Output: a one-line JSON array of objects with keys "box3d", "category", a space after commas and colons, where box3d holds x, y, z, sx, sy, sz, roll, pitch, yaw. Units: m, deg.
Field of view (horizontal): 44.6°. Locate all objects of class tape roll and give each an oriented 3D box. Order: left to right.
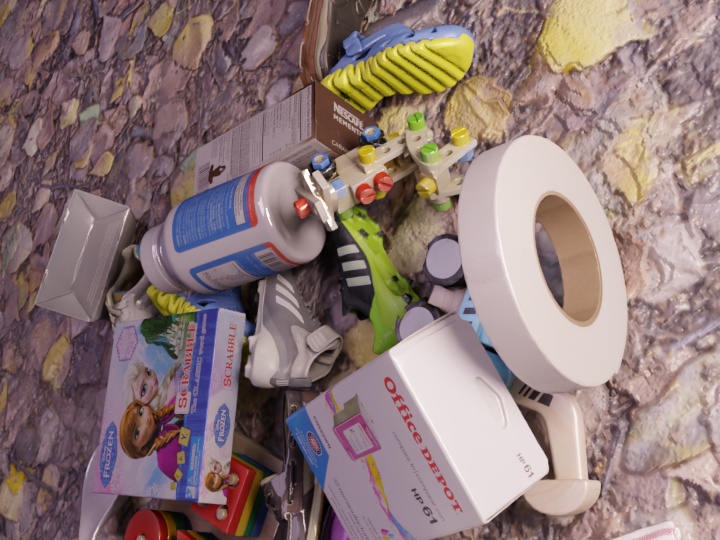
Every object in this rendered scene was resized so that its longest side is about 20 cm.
[{"box3d": [0.147, -0.005, 0.685, 0.037, 0.202, 0.204, -19, 61, 38], "category": "tape roll"}]

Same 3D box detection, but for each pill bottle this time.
[{"box3d": [-0.146, -0.038, 0.966, 0.199, 0.112, 0.113, -16, 63, 31], "category": "pill bottle"}]

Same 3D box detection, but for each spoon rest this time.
[{"box3d": [-0.318, 0.305, 1.099, 0.099, 0.060, 0.201, -27, 57, 33], "category": "spoon rest"}]

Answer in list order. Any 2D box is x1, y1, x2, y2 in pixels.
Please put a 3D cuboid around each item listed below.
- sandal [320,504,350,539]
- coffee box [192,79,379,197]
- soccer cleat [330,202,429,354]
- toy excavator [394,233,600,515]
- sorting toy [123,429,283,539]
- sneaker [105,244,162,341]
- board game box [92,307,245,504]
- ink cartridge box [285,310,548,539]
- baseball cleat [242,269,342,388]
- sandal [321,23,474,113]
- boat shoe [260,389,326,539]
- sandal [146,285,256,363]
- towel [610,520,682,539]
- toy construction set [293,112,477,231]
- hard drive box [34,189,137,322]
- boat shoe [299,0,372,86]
[{"box3d": [0.000, 0.188, 0.852, 0.082, 0.050, 0.204, 0, 73, 43], "category": "sandal"}, {"box3d": [-0.086, -0.122, 1.013, 0.199, 0.114, 0.080, -21, 58, 35], "category": "coffee box"}, {"box3d": [0.000, 0.000, 0.920, 0.081, 0.067, 0.201, -50, 48, 25], "category": "soccer cleat"}, {"box3d": [0.131, 0.083, 0.749, 0.199, 0.100, 0.196, 21, 90, 37], "category": "toy excavator"}, {"box3d": [-0.176, 0.278, 0.968, 0.199, 0.069, 0.200, 16, 85, 45], "category": "sorting toy"}, {"box3d": [-0.302, 0.065, 1.165, 0.076, 0.081, 0.201, 2, 76, 42], "category": "sneaker"}, {"box3d": [-0.214, 0.150, 0.971, 0.199, 0.041, 0.201, -10, 70, 42], "category": "board game box"}, {"box3d": [0.039, 0.142, 0.728, 0.145, 0.084, 0.200, 60, 142, 8], "category": "ink cartridge box"}, {"box3d": [-0.071, 0.059, 0.967, 0.201, 0.106, 0.070, -87, 5, -50], "category": "baseball cleat"}, {"box3d": [0.037, -0.237, 0.961, 0.199, 0.079, 0.088, -4, 61, 39], "category": "sandal"}, {"box3d": [-0.068, 0.217, 0.878, 0.072, 0.066, 0.202, 119, 162, -69], "category": "boat shoe"}, {"box3d": [-0.176, 0.041, 1.063, 0.199, 0.080, 0.087, 28, 66, 37], "category": "sandal"}, {"box3d": [0.196, 0.299, 0.638, 0.146, 0.030, 0.201, -32, 54, 29], "category": "towel"}, {"box3d": [0.018, -0.089, 0.872, 0.131, 0.199, 0.093, 49, 150, 45], "category": "toy construction set"}, {"box3d": [-0.368, -0.015, 1.195, 0.200, 0.076, 0.157, 166, 122, -78], "category": "hard drive box"}, {"box3d": [-0.038, -0.314, 1.074, 0.074, 0.075, 0.201, -3, 71, 46], "category": "boat shoe"}]
